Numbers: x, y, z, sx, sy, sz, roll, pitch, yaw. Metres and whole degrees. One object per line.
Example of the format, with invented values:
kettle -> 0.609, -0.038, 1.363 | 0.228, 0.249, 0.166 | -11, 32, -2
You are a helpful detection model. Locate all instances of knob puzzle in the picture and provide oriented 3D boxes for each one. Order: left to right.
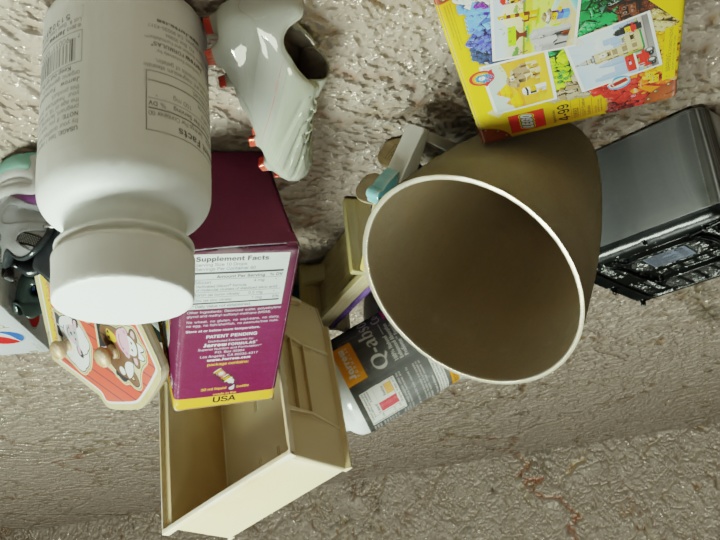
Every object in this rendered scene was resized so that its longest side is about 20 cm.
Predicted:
knob puzzle -> -0.259, 0.058, 0.820 | 0.030, 0.222, 0.218 | -31, 180, -42

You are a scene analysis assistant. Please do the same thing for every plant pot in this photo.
plant pot -> 0.128, -0.042, 0.717 | 0.186, 0.188, 0.200 | -28, -166, 45

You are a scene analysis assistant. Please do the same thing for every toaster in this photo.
toaster -> 0.317, -0.057, 0.855 | 0.198, 0.121, 0.179 | -24, 154, 39

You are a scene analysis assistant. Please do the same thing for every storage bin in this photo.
storage bin -> -0.121, 0.155, 0.915 | 0.199, 0.202, 0.093 | -36, 138, 29

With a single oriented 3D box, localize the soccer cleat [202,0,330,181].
soccer cleat -> -0.055, -0.130, 0.644 | 0.076, 0.071, 0.201 | -12, 155, 6

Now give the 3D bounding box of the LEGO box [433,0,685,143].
LEGO box -> 0.128, -0.178, 0.554 | 0.146, 0.079, 0.200 | -12, 158, 14

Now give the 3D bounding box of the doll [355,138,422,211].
doll -> 0.065, -0.042, 0.840 | 0.048, 0.138, 0.201 | 21, 161, 34

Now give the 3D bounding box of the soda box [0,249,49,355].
soda box -> -0.406, 0.033, 0.948 | 0.062, 0.070, 0.201 | -5, 159, -3

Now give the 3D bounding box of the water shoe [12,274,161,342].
water shoe -> -0.304, 0.054, 0.971 | 0.071, 0.080, 0.199 | 8, 160, 47

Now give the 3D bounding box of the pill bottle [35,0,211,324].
pill bottle -> -0.155, -0.075, 0.563 | 0.111, 0.205, 0.115 | -5, 160, -2

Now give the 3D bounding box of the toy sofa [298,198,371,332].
toy sofa -> 0.000, 0.000, 0.961 | 0.095, 0.085, 0.200 | 3, 157, -20

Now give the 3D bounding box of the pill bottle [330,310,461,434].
pill bottle -> 0.018, 0.119, 1.001 | 0.197, 0.118, 0.117 | -29, 160, -6

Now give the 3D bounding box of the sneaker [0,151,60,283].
sneaker -> -0.229, -0.042, 0.705 | 0.197, 0.143, 0.077 | -20, 155, 32

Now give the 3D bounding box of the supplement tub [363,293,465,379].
supplement tub -> 0.108, 0.081, 1.129 | 0.195, 0.135, 0.132 | -9, 159, 6

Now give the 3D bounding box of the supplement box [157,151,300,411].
supplement box -> -0.129, 0.012, 0.783 | 0.101, 0.132, 0.203 | -4, 134, -20

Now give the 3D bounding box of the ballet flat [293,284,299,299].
ballet flat -> -0.125, 0.059, 1.087 | 0.195, 0.071, 0.067 | 0, 121, 3

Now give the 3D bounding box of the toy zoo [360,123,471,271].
toy zoo -> 0.067, -0.052, 0.778 | 0.020, 0.134, 0.198 | 24, -172, 37
